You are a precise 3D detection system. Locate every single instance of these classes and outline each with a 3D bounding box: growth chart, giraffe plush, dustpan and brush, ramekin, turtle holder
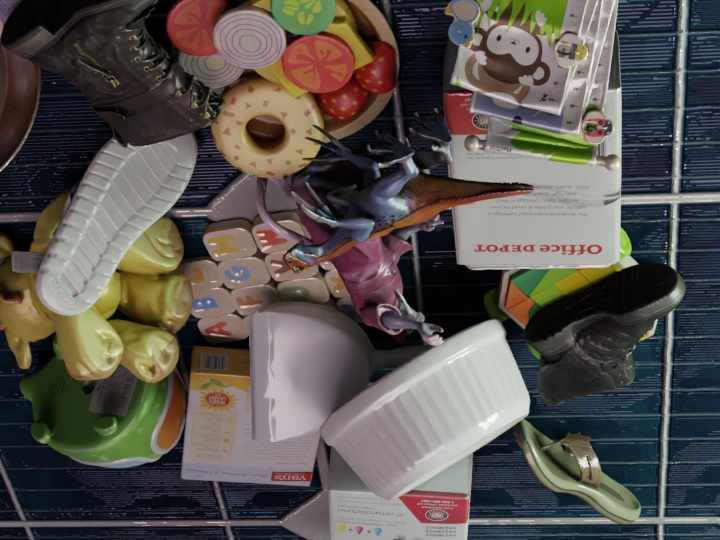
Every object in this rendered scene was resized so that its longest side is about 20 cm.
[{"bbox_3d":[0.137,-0.181,1.294,0.144,0.018,0.201,3,101,8],"label":"growth chart"},{"bbox_3d":[-0.278,0.025,1.550,0.199,0.173,0.162,25,155,-34],"label":"giraffe plush"},{"bbox_3d":[-0.011,0.094,1.624,0.199,0.057,0.140,-2,105,-8],"label":"dustpan and brush"},{"bbox_3d":[0.069,0.136,1.557,0.202,0.202,0.094,-40,78,37],"label":"ramekin"},{"bbox_3d":[-0.261,0.141,1.666,0.185,0.142,0.132,-25,145,19],"label":"turtle holder"}]

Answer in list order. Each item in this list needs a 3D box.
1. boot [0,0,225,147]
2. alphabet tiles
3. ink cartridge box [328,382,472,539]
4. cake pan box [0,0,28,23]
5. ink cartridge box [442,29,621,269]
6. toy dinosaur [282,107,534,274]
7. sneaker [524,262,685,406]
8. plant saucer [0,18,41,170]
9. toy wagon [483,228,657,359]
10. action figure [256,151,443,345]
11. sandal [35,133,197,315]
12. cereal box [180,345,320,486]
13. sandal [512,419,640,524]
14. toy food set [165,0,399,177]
[{"bbox_3d":[-0.171,-0.176,1.321,0.199,0.070,0.174,-17,140,37],"label":"boot"},{"bbox_3d":[-0.079,0.022,1.611,0.195,0.015,0.200,-8,136,14],"label":"alphabet tiles"},{"bbox_3d":[0.042,0.236,1.728,0.144,0.145,0.201,2,137,3],"label":"ink cartridge box"},{"bbox_3d":[-0.256,-0.297,1.268,0.183,0.052,0.200,-21,131,22],"label":"cake pan box"},{"bbox_3d":[0.149,-0.101,1.408,0.146,0.083,0.201,-1,135,7],"label":"ink cartridge box"},{"bbox_3d":[0.011,-0.042,1.338,0.200,0.105,0.182,36,138,13],"label":"toy dinosaur"},{"bbox_3d":[0.233,0.064,1.537,0.199,0.060,0.104,-23,128,34],"label":"sneaker"},{"bbox_3d":[-0.354,-0.161,1.341,0.034,0.201,0.200,7,148,47],"label":"plant saucer"},{"bbox_3d":[0.191,0.012,1.555,0.155,0.040,0.200,-30,126,31],"label":"toy wagon"},{"bbox_3d":[0.000,0.000,1.494,0.148,0.134,0.201,-9,132,16],"label":"action figure"},{"bbox_3d":[-0.224,-0.055,1.456,0.082,0.203,0.050,41,170,-24],"label":"sandal"},{"bbox_3d":[-0.111,0.155,1.720,0.143,0.040,0.200,5,141,-7],"label":"cereal box"},{"bbox_3d":[0.231,0.201,1.734,0.201,0.080,0.057,31,114,-33],"label":"sandal"},{"bbox_3d":[-0.068,-0.173,1.381,0.199,0.049,0.198,-22,130,26],"label":"toy food set"}]
